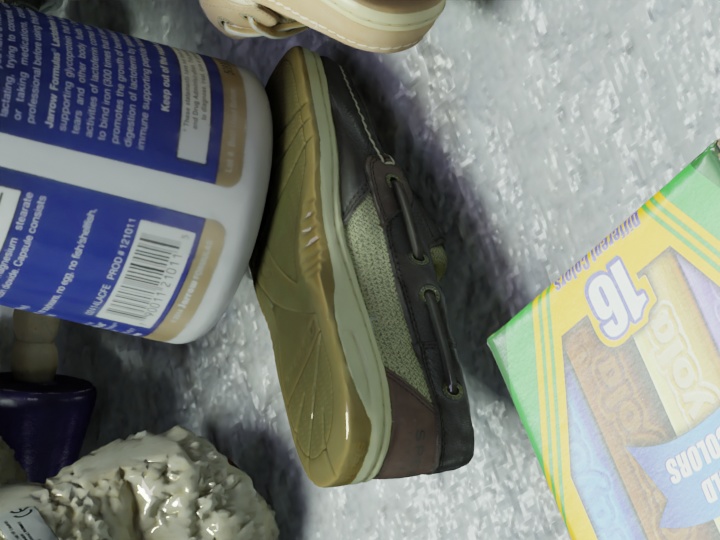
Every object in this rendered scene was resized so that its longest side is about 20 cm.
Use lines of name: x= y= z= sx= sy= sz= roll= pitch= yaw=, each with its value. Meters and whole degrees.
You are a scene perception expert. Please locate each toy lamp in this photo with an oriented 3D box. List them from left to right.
toy lamp: x=-0.141 y=-0.001 z=1.273 sx=0.058 sy=0.058 sz=0.200 roll=15 pitch=104 yaw=49

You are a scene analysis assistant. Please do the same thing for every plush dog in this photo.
plush dog: x=-0.136 y=0.169 z=1.195 sx=0.200 sy=0.160 sz=0.172 roll=-2 pitch=115 yaw=31

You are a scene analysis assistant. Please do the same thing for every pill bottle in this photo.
pill bottle: x=-0.144 y=-0.047 z=1.111 sx=0.116 sy=0.200 sz=0.116 roll=-166 pitch=90 yaw=-70

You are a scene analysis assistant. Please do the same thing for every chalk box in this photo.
chalk box: x=0.150 y=0.075 z=0.870 sx=0.124 sy=0.124 sz=0.200 roll=-42 pitch=60 yaw=43

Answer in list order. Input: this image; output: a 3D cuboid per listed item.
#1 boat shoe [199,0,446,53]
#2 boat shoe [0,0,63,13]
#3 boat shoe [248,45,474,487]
boat shoe: x=-0.030 y=-0.123 z=1.124 sx=0.200 sy=0.071 sz=0.065 roll=43 pitch=131 yaw=49
boat shoe: x=-0.161 y=-0.127 z=1.217 sx=0.074 sy=0.199 sz=0.068 roll=-24 pitch=113 yaw=43
boat shoe: x=0.000 y=0.000 z=1.093 sx=0.072 sy=0.066 sz=0.201 roll=120 pitch=150 yaw=-42
